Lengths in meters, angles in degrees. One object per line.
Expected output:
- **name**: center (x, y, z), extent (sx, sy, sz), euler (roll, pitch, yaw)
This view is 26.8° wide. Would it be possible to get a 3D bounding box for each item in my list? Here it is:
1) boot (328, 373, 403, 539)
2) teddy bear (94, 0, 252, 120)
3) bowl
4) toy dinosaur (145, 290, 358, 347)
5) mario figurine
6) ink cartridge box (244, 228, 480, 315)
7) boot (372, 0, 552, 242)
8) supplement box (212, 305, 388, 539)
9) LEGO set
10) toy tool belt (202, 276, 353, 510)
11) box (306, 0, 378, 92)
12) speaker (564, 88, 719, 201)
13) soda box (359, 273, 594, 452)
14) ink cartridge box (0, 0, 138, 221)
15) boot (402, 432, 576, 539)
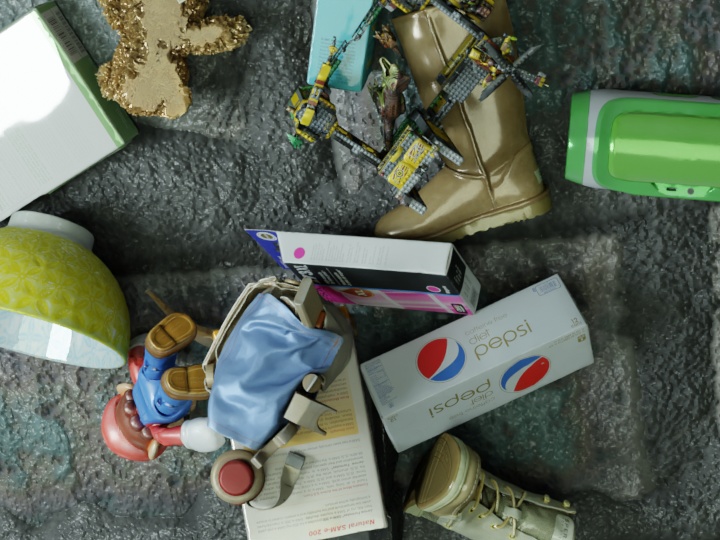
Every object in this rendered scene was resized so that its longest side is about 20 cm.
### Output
- **boot**: center (-0.029, 0.188, 1.450), extent (0.130, 0.070, 0.202), euler (3, 105, 15)
- **teddy bear**: center (-0.169, -0.236, 1.328), extent (0.144, 0.067, 0.202), euler (-5, 102, 1)
- **bowl**: center (-0.296, 0.010, 1.388), extent (0.198, 0.200, 0.109), euler (13, 74, 4)
- **toy dinosaur**: center (-0.101, 0.072, 1.432), extent (0.198, 0.060, 0.107), euler (0, 89, 0)
- **mario figurine**: center (-0.173, 0.110, 1.410), extent (0.105, 0.124, 0.200), euler (19, 150, -12)
- **ink cartridge box**: center (0.000, 0.000, 1.340), extent (0.198, 0.095, 0.037), euler (7, 70, 23)
- **boot**: center (0.067, -0.129, 1.325), extent (0.174, 0.066, 0.202), euler (-17, 105, 6)
- **supplement box**: center (-0.053, 0.142, 1.360), extent (0.125, 0.074, 0.202), euler (-10, 85, 0)
- **LEGO set**: center (0.040, -0.145, 1.216), extent (0.154, 0.116, 0.200), euler (41, 100, -22)
- **toy tool belt**: center (-0.079, 0.103, 1.265), extent (0.124, 0.123, 0.201), euler (23, 86, 3)
- **box**: center (-0.004, -0.259, 1.276), extent (0.049, 0.082, 0.202), euler (10, 111, 3)
- **speaker**: center (0.276, -0.106, 1.284), extent (0.198, 0.089, 0.089), euler (5, 110, 7)
- **soda box**: center (0.105, 0.083, 1.349), extent (0.199, 0.064, 0.068), euler (-24, 143, -1)
- **ink cartridge box**: center (-0.326, -0.133, 1.391), extent (0.199, 0.048, 0.146), euler (-29, 102, 19)
- **boot**: center (0.126, 0.214, 1.377), extent (0.154, 0.200, 0.073), euler (23, 74, -1)
